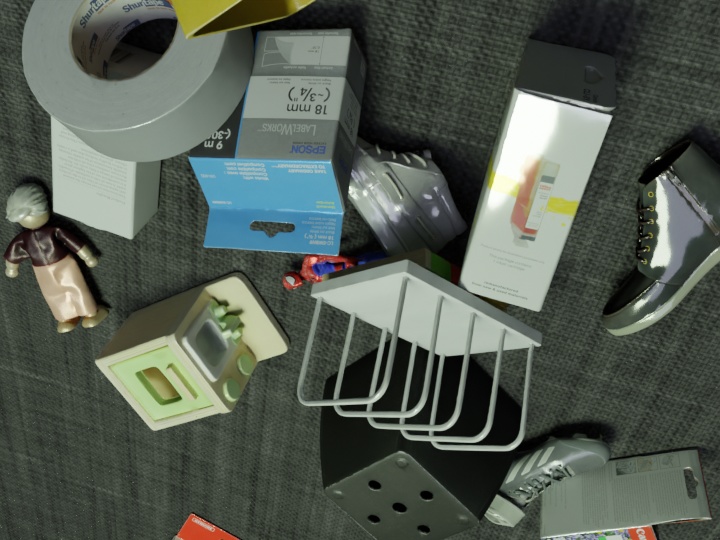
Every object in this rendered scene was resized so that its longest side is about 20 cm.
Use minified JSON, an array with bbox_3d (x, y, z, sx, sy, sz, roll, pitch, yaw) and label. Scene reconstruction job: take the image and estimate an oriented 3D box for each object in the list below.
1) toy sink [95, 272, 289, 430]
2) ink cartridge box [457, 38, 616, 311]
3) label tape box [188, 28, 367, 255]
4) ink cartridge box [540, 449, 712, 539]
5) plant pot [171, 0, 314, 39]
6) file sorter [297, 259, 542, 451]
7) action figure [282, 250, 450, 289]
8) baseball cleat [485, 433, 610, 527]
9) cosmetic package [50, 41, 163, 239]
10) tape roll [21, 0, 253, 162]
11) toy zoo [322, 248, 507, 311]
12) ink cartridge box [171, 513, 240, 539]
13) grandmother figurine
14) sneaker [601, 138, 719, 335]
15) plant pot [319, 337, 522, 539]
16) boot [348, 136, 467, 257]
[{"bbox_3d":[-0.213,0.109,0.924,0.199,0.112,0.131,-19,117,26],"label":"toy sink"},{"bbox_3d":[0.159,-0.090,0.662,0.083,0.146,0.201,16,126,7],"label":"ink cartridge box"},{"bbox_3d":[-0.080,-0.123,0.679,0.143,0.202,0.063,4,165,15],"label":"label tape box"},{"bbox_3d":[0.326,0.291,0.894,0.198,0.109,0.051,-17,118,25],"label":"ink cartridge box"},{"bbox_3d":[-0.059,-0.317,0.553,0.199,0.200,0.177,-22,103,28],"label":"plant pot"},{"bbox_3d":[0.058,0.094,0.705,0.199,0.126,0.138,26,155,-35],"label":"file sorter"},{"bbox_3d":[0.000,0.000,0.828,0.198,0.052,0.066,-6,137,22],"label":"action figure"},{"bbox_3d":[0.221,0.270,0.913,0.199,0.107,0.070,-21,130,33],"label":"baseball cleat"},{"bbox_3d":[-0.277,-0.146,0.795,0.101,0.071,0.201,20,126,3],"label":"cosmetic package"},{"bbox_3d":[-0.201,-0.205,0.658,0.198,0.202,0.066,6,167,12],"label":"tape roll"},{"bbox_3d":[0.070,0.028,0.780,0.130,0.021,0.199,-14,156,36],"label":"toy zoo"},{"bbox_3d":[-0.248,0.528,1.264,0.199,0.044,0.174,31,127,-6],"label":"ink cartridge box"},{"bbox_3d":[-0.402,-0.017,0.932,0.120,0.061,0.202,-15,119,-7],"label":"grandmother figurine"},{"bbox_3d":[0.290,-0.031,0.716,0.106,0.075,0.200,36,116,-4],"label":"sneaker"},{"bbox_3d":[0.063,0.217,0.879,0.199,0.178,0.200,-35,108,32],"label":"plant pot"},{"bbox_3d":[0.028,-0.103,0.749,0.095,0.074,0.201,-34,97,-1],"label":"boot"}]
